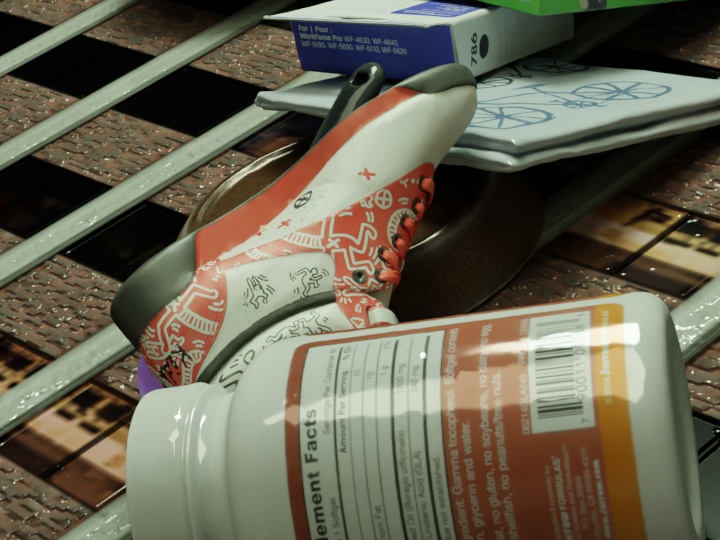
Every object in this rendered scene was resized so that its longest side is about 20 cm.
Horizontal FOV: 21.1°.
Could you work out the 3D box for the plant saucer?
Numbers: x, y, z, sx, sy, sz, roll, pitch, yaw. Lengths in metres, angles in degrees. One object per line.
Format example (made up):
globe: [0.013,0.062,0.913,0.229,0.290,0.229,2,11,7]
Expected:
plant saucer: [-0.008,-0.024,0.972,0.200,0.035,0.200,-11,31,7]

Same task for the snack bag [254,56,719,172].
snack bag: [0.069,-0.085,1.001,0.189,0.021,0.200,-17,22,-41]

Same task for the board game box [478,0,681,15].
board game box: [0.121,-0.177,1.098,0.200,0.029,0.135,-12,23,-42]

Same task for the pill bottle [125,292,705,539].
pill bottle: [0.021,0.074,0.713,0.200,0.112,0.112,-8,31,14]

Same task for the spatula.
spatula: [-0.043,-0.018,0.910,0.057,0.021,0.200,17,66,40]

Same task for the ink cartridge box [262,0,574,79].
ink cartridge box: [0.037,-0.133,1.065,0.099,0.039,0.200,8,17,28]

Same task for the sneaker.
sneaker: [-0.001,0.001,0.851,0.201,0.067,0.108,-37,77,-19]
